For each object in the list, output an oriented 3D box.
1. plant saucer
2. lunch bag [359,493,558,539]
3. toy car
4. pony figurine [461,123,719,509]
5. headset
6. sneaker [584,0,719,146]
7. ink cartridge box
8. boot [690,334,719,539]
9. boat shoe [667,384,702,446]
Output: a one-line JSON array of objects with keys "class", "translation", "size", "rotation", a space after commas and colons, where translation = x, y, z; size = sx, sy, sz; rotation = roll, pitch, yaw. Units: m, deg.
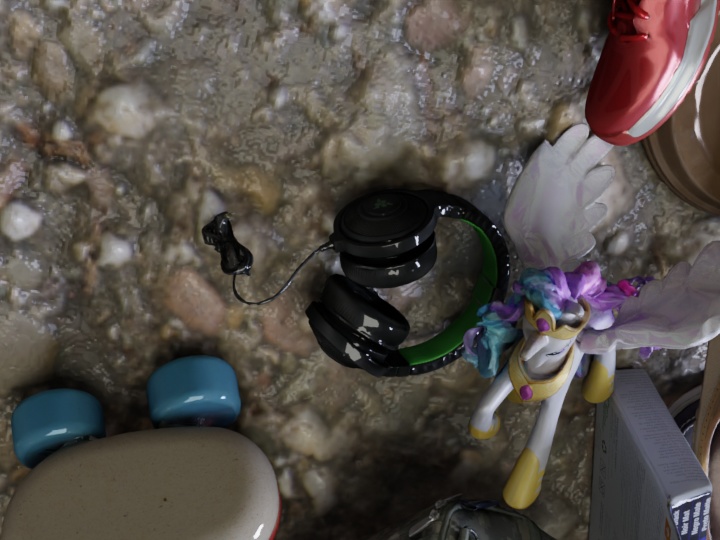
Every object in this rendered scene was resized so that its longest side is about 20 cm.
[{"class": "plant saucer", "translation": [0.276, -0.118, 0.884], "size": [0.198, 0.030, 0.202], "rotation": [-5, 119, -9]}, {"class": "lunch bag", "translation": [0.044, 0.240, 0.938], "size": [0.199, 0.140, 0.167], "rotation": [-30, 133, 33]}, {"class": "toy car", "translation": [-0.131, 0.193, 0.922], "size": [0.175, 0.185, 0.201], "rotation": [-14, 148, -3]}, {"class": "pony figurine", "translation": [0.140, 0.032, 0.865], "size": [0.193, 0.166, 0.201], "rotation": [-46, 159, -30]}, {"class": "headset", "translation": [0.000, 0.000, 0.885], "size": [0.199, 0.094, 0.124], "rotation": [6, 114, -31]}, {"class": "sneaker", "translation": [0.155, -0.179, 0.791], "size": [0.115, 0.078, 0.201], "rotation": [17, 101, -33]}, {"class": "ink cartridge box", "translation": [0.201, 0.202, 0.943], "size": [0.040, 0.200, 0.201], "rotation": [-4, 120, -4]}, {"class": "boot", "translation": [0.309, 0.106, 0.921], "size": [0.165, 0.072, 0.202], "rotation": [7, 93, 17]}, {"class": "boat shoe", "translation": [0.319, 0.119, 0.997], "size": [0.198, 0.065, 0.072], "rotation": [1, 121, -10]}]
